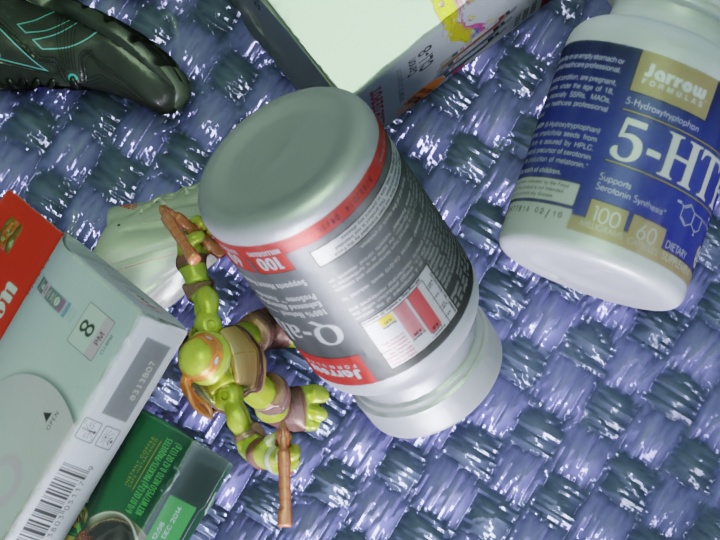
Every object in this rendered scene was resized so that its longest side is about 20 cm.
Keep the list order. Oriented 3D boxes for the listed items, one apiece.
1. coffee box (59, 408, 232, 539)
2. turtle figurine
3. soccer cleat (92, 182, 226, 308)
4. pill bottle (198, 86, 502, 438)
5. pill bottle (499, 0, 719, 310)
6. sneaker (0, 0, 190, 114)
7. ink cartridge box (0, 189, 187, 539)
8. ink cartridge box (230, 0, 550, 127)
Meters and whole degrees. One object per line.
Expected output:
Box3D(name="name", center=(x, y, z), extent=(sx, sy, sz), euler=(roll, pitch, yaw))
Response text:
Box3D(name="coffee box", center=(-0.178, 0.123, 1.419), extent=(0.199, 0.044, 0.124), euler=(26, 82, 42))
Box3D(name="turtle figurine", center=(-0.070, 0.064, 1.418), extent=(0.064, 0.161, 0.201), euler=(-28, 76, 14))
Box3D(name="soccer cleat", center=(-0.113, -0.025, 1.485), extent=(0.200, 0.069, 0.078), euler=(-42, 79, -3))
Box3D(name="pill bottle", center=(0.000, 0.000, 1.406), extent=(0.115, 0.200, 0.116), euler=(-21, 39, 18))
Box3D(name="pill bottle", center=(0.169, -0.088, 1.462), extent=(0.119, 0.120, 0.202), euler=(19, 82, 4))
Box3D(name="sneaker", center=(-0.197, -0.140, 1.510), extent=(0.199, 0.075, 0.080), euler=(30, 92, 14))
Box3D(name="ink cartridge box", center=(-0.207, 0.055, 1.406), extent=(0.200, 0.057, 0.163), euler=(35, 96, 38))
Box3D(name="ink cartridge box", center=(0.025, -0.197, 1.469), extent=(0.199, 0.145, 0.145), euler=(-37, 81, -4))
